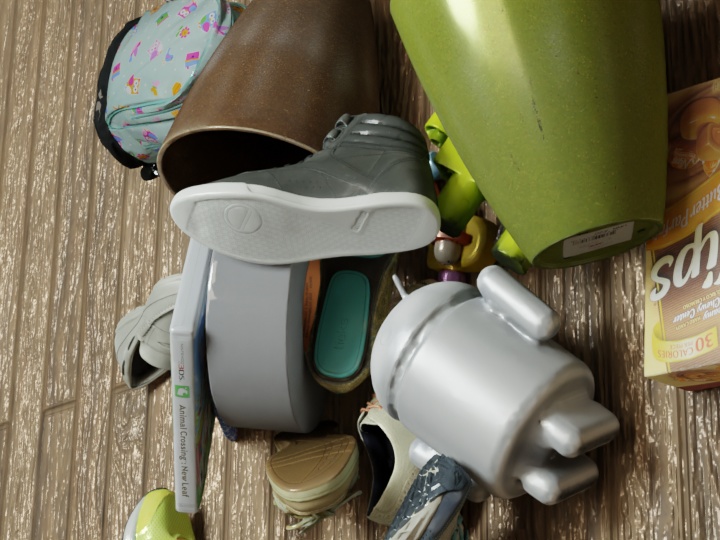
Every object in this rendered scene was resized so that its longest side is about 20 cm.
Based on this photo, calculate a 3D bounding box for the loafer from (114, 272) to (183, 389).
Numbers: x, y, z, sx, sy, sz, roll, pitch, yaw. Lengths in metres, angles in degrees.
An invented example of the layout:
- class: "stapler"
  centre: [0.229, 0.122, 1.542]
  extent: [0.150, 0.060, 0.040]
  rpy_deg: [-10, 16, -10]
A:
- class: "loafer"
  centre: [-0.171, 0.055, 1.598]
  extent: [0.200, 0.069, 0.071]
  rpy_deg: [141, 131, -58]

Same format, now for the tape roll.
- class: "tape roll"
  centre: [-0.064, 0.025, 1.386]
  extent: [0.065, 0.200, 0.203]
  rpy_deg: [4, 77, 11]

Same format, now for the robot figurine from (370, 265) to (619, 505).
- class: "robot figurine"
  centre: [0.087, 0.084, 1.251]
  extent: [0.199, 0.112, 0.171]
  rpy_deg: [36, 116, 29]

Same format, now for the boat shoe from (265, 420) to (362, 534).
- class: "boat shoe"
  centre: [-0.032, 0.163, 1.362]
  extent: [0.200, 0.072, 0.063]
  rpy_deg: [-91, -11, -84]

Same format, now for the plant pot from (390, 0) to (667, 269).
- class: "plant pot"
  centre: [0.132, -0.111, 1.185]
  extent: [0.186, 0.186, 0.202]
  rpy_deg: [-27, 70, 40]

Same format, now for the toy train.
- class: "toy train"
  centre: [0.080, -0.074, 1.383]
  extent: [0.199, 0.055, 0.152]
  rpy_deg: [-35, 52, 36]

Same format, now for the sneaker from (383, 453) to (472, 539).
- class: "sneaker"
  centre: [0.057, 0.209, 1.258]
  extent: [0.078, 0.086, 0.201]
  rpy_deg: [-58, -9, -42]

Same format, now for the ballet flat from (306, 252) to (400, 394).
- class: "ballet flat"
  centre: [0.000, 0.000, 1.377]
  extent: [0.070, 0.070, 0.202]
  rpy_deg: [-4, 69, 48]

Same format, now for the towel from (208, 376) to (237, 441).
- class: "towel"
  centre: [-0.106, 0.058, 1.484]
  extent: [0.200, 0.024, 0.147]
  rpy_deg: [92, -178, -75]

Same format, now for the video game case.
- class: "video game case"
  centre: [-0.129, 0.061, 1.418]
  extent: [0.201, 0.022, 0.184]
  rpy_deg: [-85, -2, -55]

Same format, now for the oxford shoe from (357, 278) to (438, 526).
- class: "oxford shoe"
  centre: [0.037, 0.099, 1.344]
  extent: [0.071, 0.073, 0.202]
  rpy_deg: [134, 140, -60]

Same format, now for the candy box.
- class: "candy box"
  centre: [0.250, -0.028, 1.172]
  extent: [0.115, 0.055, 0.202]
  rpy_deg: [-16, 64, 47]

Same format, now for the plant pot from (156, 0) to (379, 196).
- class: "plant pot"
  centre: [-0.058, -0.153, 1.493]
  extent: [0.186, 0.186, 0.202]
  rpy_deg: [-14, 53, 45]

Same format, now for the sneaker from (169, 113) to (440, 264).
- class: "sneaker"
  centre: [-0.037, -0.064, 1.285]
  extent: [0.197, 0.071, 0.100]
  rpy_deg: [-1, 46, 9]

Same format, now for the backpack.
- class: "backpack"
  centre: [-0.156, -0.177, 1.636]
  extent: [0.199, 0.126, 0.169]
  rpy_deg: [-3, 71, 45]

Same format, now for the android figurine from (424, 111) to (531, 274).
- class: "android figurine"
  centre: [0.138, -0.098, 1.287]
  extent: [0.181, 0.041, 0.201]
  rpy_deg: [28, 75, 27]

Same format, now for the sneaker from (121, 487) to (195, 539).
- class: "sneaker"
  centre: [-0.144, 0.278, 1.507]
  extent: [0.090, 0.078, 0.202]
  rpy_deg: [-28, 62, 29]
